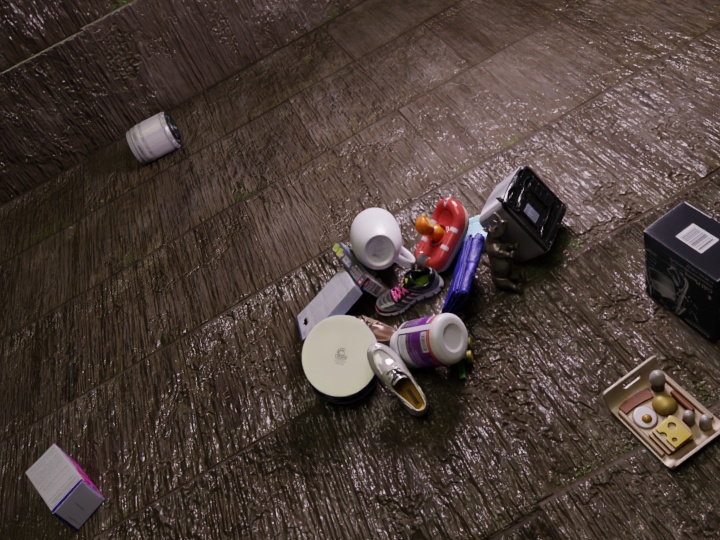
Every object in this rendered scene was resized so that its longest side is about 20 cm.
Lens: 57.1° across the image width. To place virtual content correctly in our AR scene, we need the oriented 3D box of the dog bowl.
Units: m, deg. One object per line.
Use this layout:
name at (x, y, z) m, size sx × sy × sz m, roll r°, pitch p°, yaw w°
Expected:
dog bowl at (-0.046, 0.217, 1.618) m, size 0.193 × 0.079 × 0.207 m, roll -1°, pitch 70°, yaw 3°

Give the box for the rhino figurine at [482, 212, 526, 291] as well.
rhino figurine at (0.352, -0.046, 1.652) m, size 0.086 × 0.206 × 0.059 m, roll -2°, pitch 21°, yaw 41°

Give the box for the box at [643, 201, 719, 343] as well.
box at (0.715, 0.003, 1.398) m, size 0.122 × 0.199 × 0.201 m, roll -33°, pitch 42°, yaw -6°

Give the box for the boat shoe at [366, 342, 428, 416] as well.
boat shoe at (0.085, 0.247, 1.522) m, size 0.070 × 0.070 × 0.202 m, roll -34°, pitch 74°, yaw -8°

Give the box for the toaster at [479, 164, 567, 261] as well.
toaster at (0.414, -0.151, 1.701) m, size 0.118 × 0.199 × 0.182 m, roll -35°, pitch 16°, yaw 53°

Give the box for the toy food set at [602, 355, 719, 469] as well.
toy food set at (0.598, 0.274, 1.299) m, size 0.141 × 0.061 × 0.201 m, roll -33°, pitch 42°, yaw -6°

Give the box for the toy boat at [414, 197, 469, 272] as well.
toy boat at (0.200, -0.106, 1.781) m, size 0.130 × 0.129 × 0.204 m, roll 26°, pitch 87°, yaw 57°

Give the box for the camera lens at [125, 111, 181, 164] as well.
camera lens at (-0.875, -0.566, 2.816) m, size 0.195 × 0.162 × 0.162 m, roll -25°, pitch 42°, yaw 2°

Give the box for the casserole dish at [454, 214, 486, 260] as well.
casserole dish at (0.317, -0.102, 1.830) m, size 0.195 × 0.039 × 0.123 m, roll -21°, pitch 42°, yaw 10°

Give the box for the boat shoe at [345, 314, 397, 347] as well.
boat shoe at (0.010, 0.157, 1.714) m, size 0.195 × 0.073 × 0.077 m, roll 3°, pitch 50°, yaw 30°

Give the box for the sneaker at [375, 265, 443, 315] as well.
sneaker at (0.123, 0.047, 1.744) m, size 0.195 × 0.088 × 0.075 m, roll -25°, pitch 50°, yaw 3°

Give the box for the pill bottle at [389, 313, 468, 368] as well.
pill bottle at (0.155, 0.169, 1.559) m, size 0.198 × 0.112 × 0.114 m, roll -19°, pitch 32°, yaw 56°

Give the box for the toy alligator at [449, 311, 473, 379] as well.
toy alligator at (0.237, 0.166, 1.598) m, size 0.057 × 0.055 × 0.204 m, roll -11°, pitch 45°, yaw 17°

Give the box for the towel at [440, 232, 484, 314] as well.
towel at (0.254, 0.015, 1.674) m, size 0.048 × 0.149 × 0.203 m, roll 23°, pitch 54°, yaw 0°

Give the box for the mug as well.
mug at (0.067, -0.067, 1.831) m, size 0.150 × 0.196 × 0.176 m, roll -59°, pitch 12°, yaw 14°

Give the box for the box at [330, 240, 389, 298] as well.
box at (0.000, 0.000, 1.842) m, size 0.035 × 0.109 × 0.201 m, roll -50°, pitch 42°, yaw 10°

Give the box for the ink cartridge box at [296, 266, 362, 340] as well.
ink cartridge box at (-0.087, 0.096, 1.780) m, size 0.200 × 0.041 × 0.200 m, roll -46°, pitch 18°, yaw 4°

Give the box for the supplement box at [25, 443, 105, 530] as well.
supplement box at (-0.766, 0.558, 1.712) m, size 0.197 × 0.103 × 0.104 m, roll 22°, pitch 61°, yaw 40°
